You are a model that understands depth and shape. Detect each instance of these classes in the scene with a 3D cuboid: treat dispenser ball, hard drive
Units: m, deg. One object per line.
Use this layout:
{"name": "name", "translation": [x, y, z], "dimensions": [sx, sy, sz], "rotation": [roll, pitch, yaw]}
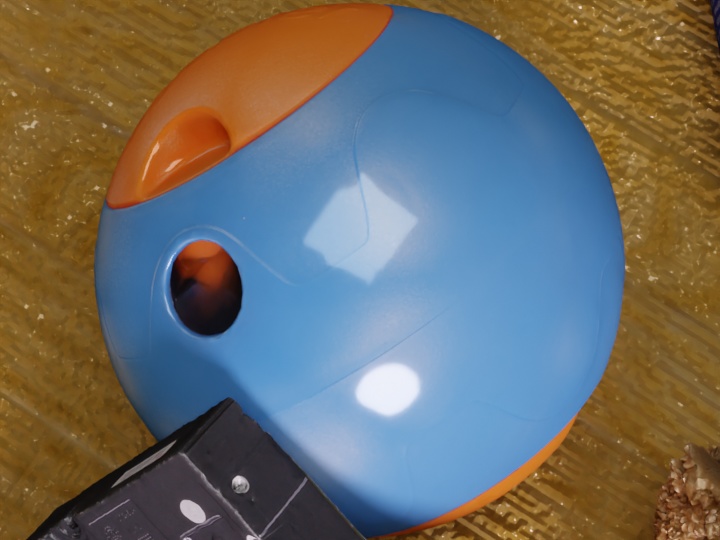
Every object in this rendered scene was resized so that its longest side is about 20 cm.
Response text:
{"name": "treat dispenser ball", "translation": [0.000, 0.000, 0.746], "dimensions": [0.199, 0.201, 0.202], "rotation": [0, 73, 1]}
{"name": "hard drive", "translation": [-0.022, 0.147, 0.707], "dimensions": [0.200, 0.140, 0.038], "rotation": [49, 49, -6]}

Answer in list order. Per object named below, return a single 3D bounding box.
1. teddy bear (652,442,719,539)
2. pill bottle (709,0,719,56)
{"name": "teddy bear", "translation": [0.174, 0.156, 0.734], "dimensions": [0.200, 0.145, 0.067], "rotation": [44, 110, 13]}
{"name": "pill bottle", "translation": [0.206, -0.092, 0.815], "dimensions": [0.115, 0.116, 0.201], "rotation": [-6, 73, -1]}
